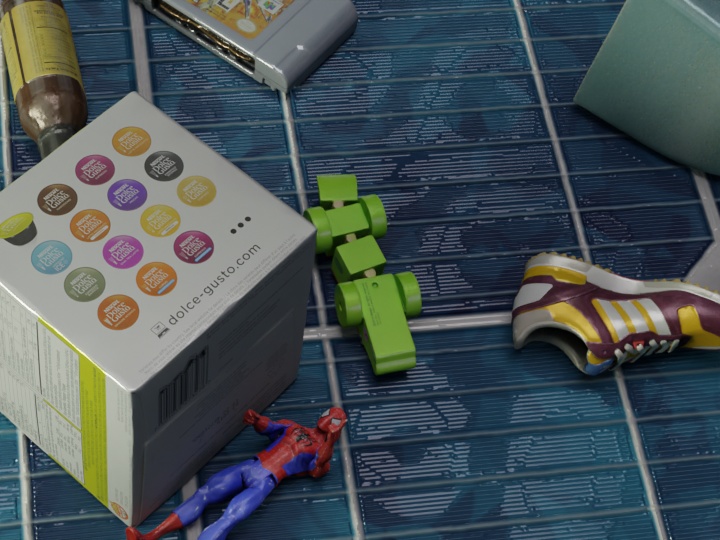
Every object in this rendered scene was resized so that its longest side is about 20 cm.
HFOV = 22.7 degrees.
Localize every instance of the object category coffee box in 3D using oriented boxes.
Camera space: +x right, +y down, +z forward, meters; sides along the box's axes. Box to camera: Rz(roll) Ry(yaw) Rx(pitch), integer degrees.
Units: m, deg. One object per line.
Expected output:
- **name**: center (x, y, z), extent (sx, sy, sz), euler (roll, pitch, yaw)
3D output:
- **coffee box**: center (-0.175, 0.029, 1.378), extent (0.197, 0.201, 0.200), euler (37, 59, 19)

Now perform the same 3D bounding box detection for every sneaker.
- **sneaker**: center (0.224, 0.053, 1.494), extent (0.198, 0.075, 0.091), euler (12, 62, 10)

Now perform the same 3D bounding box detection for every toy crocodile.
- **toy crocodile**: center (0.000, 0.000, 1.511), extent (0.067, 0.062, 0.201), euler (-14, 63, -16)

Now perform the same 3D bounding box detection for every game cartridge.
- **game cartridge**: center (-0.108, -0.259, 1.689), extent (0.199, 0.042, 0.133), euler (33, 62, 16)

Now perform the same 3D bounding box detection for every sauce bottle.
- **sauce bottle**: center (-0.276, -0.158, 1.581), extent (0.064, 0.065, 0.201), euler (-8, 58, -12)

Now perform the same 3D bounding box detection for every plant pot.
- **plant pot**: center (0.347, -0.199, 1.613), extent (0.200, 0.197, 0.196), euler (40, 59, 11)

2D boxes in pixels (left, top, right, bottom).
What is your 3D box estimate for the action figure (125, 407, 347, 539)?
- **action figure**: center (-0.083, 0.152, 1.370), extent (0.199, 0.099, 0.065), euler (-34, 66, -29)
